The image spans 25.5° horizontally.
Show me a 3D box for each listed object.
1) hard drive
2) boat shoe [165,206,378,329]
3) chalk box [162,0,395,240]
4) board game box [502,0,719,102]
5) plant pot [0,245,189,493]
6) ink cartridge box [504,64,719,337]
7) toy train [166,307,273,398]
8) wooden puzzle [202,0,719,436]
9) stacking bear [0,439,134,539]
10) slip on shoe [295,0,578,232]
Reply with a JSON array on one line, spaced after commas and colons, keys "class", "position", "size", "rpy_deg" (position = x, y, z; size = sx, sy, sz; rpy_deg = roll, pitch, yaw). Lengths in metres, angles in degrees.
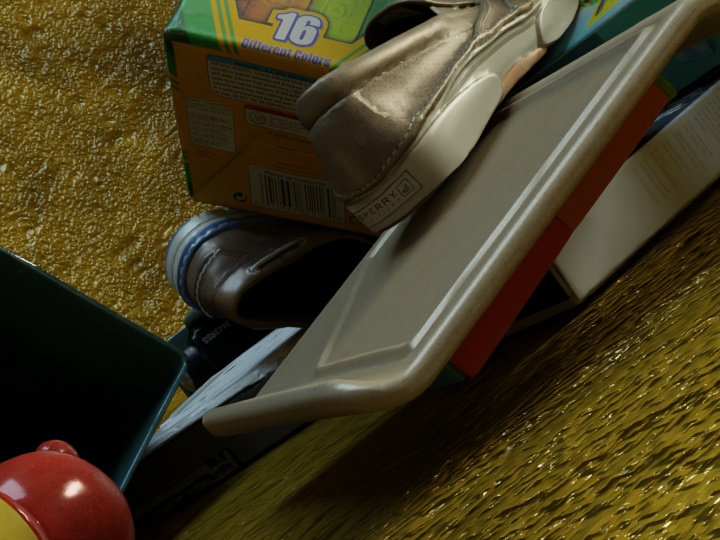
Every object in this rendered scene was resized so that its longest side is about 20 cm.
[{"class": "hard drive", "position": [-0.055, 0.067, 0.905], "size": [0.140, 0.038, 0.200], "rpy_deg": [-35, 4, 24]}, {"class": "boat shoe", "position": [0.000, 0.000, 0.846], "size": [0.199, 0.072, 0.072], "rpy_deg": [-13, 34, -28]}, {"class": "chalk box", "position": [-0.005, -0.135, 0.816], "size": [0.124, 0.124, 0.200], "rpy_deg": [88, -163, -54]}, {"class": "board game box", "position": [0.124, -0.123, 0.722], "size": [0.200, 0.047, 0.151], "rpy_deg": [-35, 19, 50]}, {"class": "plant pot", "position": [-0.206, 0.106, 0.813], "size": [0.200, 0.141, 0.142], "rpy_deg": [-49, 13, 50]}, {"class": "ink cartridge box", "position": [0.118, -0.040, 0.661], "size": [0.200, 0.037, 0.095], "rpy_deg": [-36, 2, -30]}, {"class": "toy train", "position": [-0.056, 0.027, 1.136], "size": [0.200, 0.085, 0.114], "rpy_deg": [-38, -6, -23]}, {"class": "wooden puzzle", "position": [0.038, -0.010, 0.581], "size": [0.200, 0.037, 0.185], "rpy_deg": [-47, 9, -19]}, {"class": "stacking bear", "position": [-0.164, 0.130, 0.611], "size": [0.114, 0.122, 0.200], "rpy_deg": [-37, -5, 32]}, {"class": "slip on shoe", "position": [0.033, -0.091, 0.667], "size": [0.076, 0.061, 0.200], "rpy_deg": [-37, 11, 43]}]
